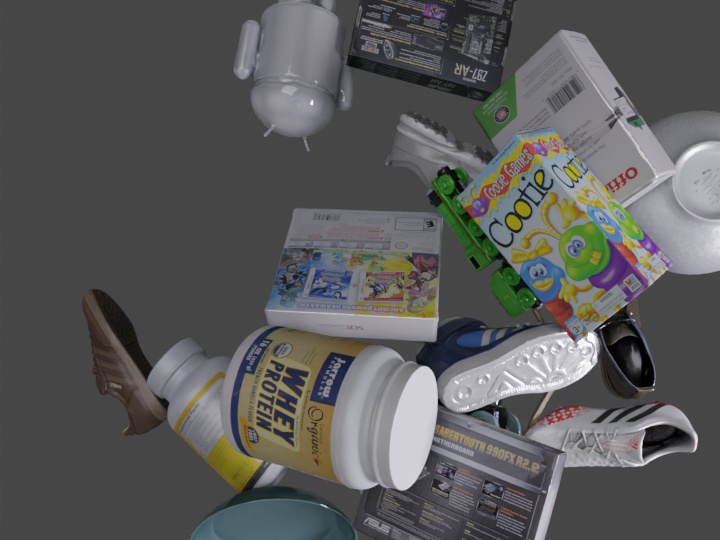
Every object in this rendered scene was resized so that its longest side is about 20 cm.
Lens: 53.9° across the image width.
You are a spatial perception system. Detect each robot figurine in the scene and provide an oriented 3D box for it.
[{"bbox_3d":[-0.080,-0.260,0.912,0.167,0.113,0.203,11,83,-26],"label":"robot figurine"}]

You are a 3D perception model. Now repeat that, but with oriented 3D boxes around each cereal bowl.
[{"bbox_3d":[0.407,-0.099,0.847,0.197,0.083,0.204,-1,83,7],"label":"cereal bowl"}]

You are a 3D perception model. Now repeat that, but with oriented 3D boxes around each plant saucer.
[{"bbox_3d":[-0.102,0.311,0.841,0.197,0.202,0.036,-13,42,6],"label":"plant saucer"}]

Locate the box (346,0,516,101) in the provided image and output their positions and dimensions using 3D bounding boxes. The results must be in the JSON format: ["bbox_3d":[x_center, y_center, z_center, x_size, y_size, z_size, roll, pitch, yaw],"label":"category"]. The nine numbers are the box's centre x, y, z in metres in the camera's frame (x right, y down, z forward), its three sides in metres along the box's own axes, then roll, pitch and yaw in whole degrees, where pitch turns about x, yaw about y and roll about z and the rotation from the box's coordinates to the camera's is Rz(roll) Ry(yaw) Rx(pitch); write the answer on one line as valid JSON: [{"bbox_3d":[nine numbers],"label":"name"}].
[{"bbox_3d":[0.094,-0.321,0.907,0.197,0.044,0.163,12,86,-6],"label":"box"}]

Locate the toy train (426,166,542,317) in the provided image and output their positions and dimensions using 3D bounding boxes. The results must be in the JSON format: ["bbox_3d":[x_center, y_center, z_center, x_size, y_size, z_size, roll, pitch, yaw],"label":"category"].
[{"bbox_3d":[0.147,-0.034,0.847,0.042,0.056,0.201,-31,83,-41],"label":"toy train"}]

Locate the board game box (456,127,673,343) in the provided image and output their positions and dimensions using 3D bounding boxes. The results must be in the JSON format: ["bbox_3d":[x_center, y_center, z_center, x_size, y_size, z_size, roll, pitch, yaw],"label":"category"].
[{"bbox_3d":[0.218,-0.043,0.763,0.201,0.102,0.105,52,126,14],"label":"board game box"}]

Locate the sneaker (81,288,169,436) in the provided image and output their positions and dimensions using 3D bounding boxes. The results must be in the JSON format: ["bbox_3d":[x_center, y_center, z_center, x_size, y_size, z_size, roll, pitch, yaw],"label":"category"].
[{"bbox_3d":[-0.324,0.122,0.924,0.075,0.070,0.201,-34,80,4],"label":"sneaker"}]

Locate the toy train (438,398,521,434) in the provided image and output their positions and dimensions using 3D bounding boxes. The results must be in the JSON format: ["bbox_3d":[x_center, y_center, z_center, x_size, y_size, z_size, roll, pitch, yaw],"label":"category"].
[{"bbox_3d":[0.124,0.240,0.840,0.113,0.085,0.204,-1,82,38],"label":"toy train"}]

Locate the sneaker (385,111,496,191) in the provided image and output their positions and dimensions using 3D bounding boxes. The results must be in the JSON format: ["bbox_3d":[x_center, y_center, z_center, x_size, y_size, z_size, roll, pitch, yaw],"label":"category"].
[{"bbox_3d":[0.124,-0.121,0.904,0.199,0.075,0.083,34,116,8],"label":"sneaker"}]

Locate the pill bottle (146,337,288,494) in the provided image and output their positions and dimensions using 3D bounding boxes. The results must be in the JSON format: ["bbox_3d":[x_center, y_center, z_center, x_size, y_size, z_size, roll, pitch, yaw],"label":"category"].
[{"bbox_3d":[-0.166,0.179,0.877,0.199,0.112,0.112,41,90,10],"label":"pill bottle"}]

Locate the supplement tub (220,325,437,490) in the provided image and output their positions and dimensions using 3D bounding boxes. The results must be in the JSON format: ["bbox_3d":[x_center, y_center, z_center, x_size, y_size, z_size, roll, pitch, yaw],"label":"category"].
[{"bbox_3d":[-0.031,0.143,0.744,0.197,0.144,0.147,7,85,27],"label":"supplement tub"}]

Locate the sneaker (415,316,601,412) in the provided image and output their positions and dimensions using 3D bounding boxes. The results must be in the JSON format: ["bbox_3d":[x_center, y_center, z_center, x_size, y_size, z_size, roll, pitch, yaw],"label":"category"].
[{"bbox_3d":[0.162,0.084,0.835,0.197,0.147,0.082,-18,115,-4],"label":"sneaker"}]

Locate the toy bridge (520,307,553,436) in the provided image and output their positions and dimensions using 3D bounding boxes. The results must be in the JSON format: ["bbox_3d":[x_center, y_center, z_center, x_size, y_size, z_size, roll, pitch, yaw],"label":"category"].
[{"bbox_3d":[0.210,0.120,0.877,0.066,0.027,0.204,1,85,7],"label":"toy bridge"}]

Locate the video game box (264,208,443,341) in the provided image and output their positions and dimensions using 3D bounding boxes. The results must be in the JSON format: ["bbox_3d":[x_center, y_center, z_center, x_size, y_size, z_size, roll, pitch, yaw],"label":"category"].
[{"bbox_3d":[0.000,0.000,0.858,0.196,0.047,0.184,3,43,8],"label":"video game box"}]

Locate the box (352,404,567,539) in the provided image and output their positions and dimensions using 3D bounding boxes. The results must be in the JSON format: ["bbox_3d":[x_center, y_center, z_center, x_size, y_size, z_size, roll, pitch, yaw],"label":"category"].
[{"bbox_3d":[0.103,0.239,0.766,0.198,0.048,0.161,15,86,28],"label":"box"}]

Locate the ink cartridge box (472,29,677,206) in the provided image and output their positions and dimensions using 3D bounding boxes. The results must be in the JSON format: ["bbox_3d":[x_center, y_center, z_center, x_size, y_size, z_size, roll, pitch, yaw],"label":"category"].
[{"bbox_3d":[0.249,-0.152,0.836,0.146,0.084,0.202,-39,75,39],"label":"ink cartridge box"}]

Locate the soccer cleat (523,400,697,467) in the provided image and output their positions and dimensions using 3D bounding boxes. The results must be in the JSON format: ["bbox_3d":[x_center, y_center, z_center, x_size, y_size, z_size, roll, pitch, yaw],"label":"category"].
[{"bbox_3d":[0.286,0.195,0.820,0.197,0.085,0.070,-7,100,1],"label":"soccer cleat"}]

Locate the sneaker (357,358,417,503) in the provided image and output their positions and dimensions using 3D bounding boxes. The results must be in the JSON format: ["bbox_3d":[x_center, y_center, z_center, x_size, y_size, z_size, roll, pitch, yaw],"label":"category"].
[{"bbox_3d":[0.038,0.197,0.870,0.087,0.080,0.204,5,86,-6],"label":"sneaker"}]

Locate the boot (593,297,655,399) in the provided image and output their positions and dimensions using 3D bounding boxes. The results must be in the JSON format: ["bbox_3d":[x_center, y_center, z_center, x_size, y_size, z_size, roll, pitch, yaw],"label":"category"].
[{"bbox_3d":[0.305,0.053,0.836,0.074,0.097,0.203,-16,82,5],"label":"boot"}]
